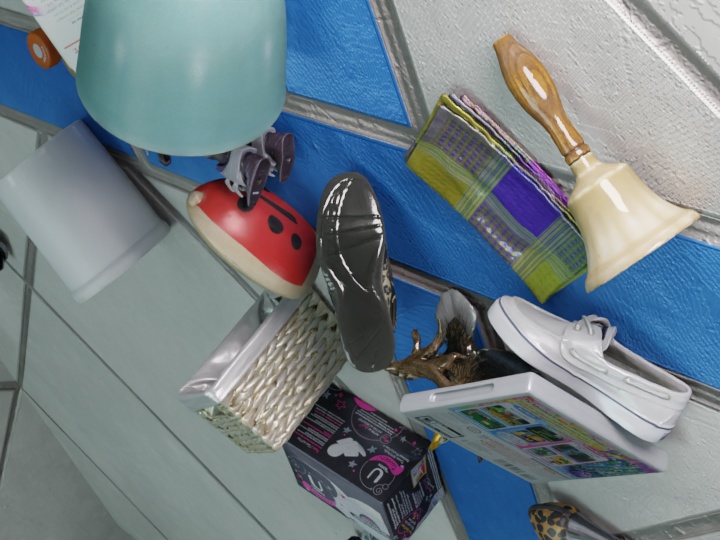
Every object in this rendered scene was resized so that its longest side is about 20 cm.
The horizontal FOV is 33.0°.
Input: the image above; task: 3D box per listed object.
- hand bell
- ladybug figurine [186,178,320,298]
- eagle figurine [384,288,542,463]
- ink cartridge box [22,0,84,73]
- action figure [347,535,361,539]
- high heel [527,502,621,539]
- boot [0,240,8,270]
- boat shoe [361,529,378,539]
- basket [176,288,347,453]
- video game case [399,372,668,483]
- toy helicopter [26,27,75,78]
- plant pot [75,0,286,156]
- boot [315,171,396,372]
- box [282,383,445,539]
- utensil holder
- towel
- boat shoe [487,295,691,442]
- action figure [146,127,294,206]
[{"bbox_3d":[0.162,-0.095,0.940,0.201,0.103,0.104,56,156,6],"label":"hand bell"},{"bbox_3d":[-0.114,-0.044,1.382,0.199,0.072,0.137,32,-157,-43],"label":"ladybug figurine"},{"bbox_3d":[0.123,0.134,1.311,0.198,0.151,0.153,27,-147,-34],"label":"eagle figurine"},{"bbox_3d":[-0.288,-0.297,1.287,0.116,0.068,0.201,-19,115,30],"label":"ink cartridge box"},{"bbox_3d":[-0.008,0.511,2.020,0.190,0.107,0.200,5,-177,-16],"label":"action figure"},{"bbox_3d":[0.256,0.367,1.465,0.141,0.071,0.202,26,133,25],"label":"high heel"},{"bbox_3d":[-0.769,-0.029,2.493,0.096,0.073,0.201,47,155,13],"label":"boot"},{"bbox_3d":[0.039,0.410,1.885,0.070,0.072,0.202,39,155,14],"label":"boat shoe"},{"bbox_3d":[-0.116,0.126,1.555,0.123,0.201,0.135,46,156,-13],"label":"basket"},{"bbox_3d":[0.166,0.157,1.176,0.199,0.024,0.181,31,151,-30],"label":"video game case"},{"bbox_3d":[-0.307,-0.285,1.386,0.132,0.079,0.201,45,144,16],"label":"toy helicopter"},{"bbox_3d":[-0.155,-0.232,1.092,0.200,0.200,0.162,37,141,18],"label":"plant pot"},{"bbox_3d":[-0.001,0.001,1.312,0.154,0.072,0.207,-24,-75,-87],"label":"boot"},{"bbox_3d":[0.001,0.272,1.685,0.199,0.115,0.133,28,150,35],"label":"box"},{"bbox_3d":[-0.393,-0.084,1.709,0.201,0.170,0.169,52,155,-11],"label":"utensil holder"},{"bbox_3d":[0.125,-0.063,1.094,0.200,0.023,0.144,46,155,1],"label":"towel"},{"bbox_3d":[0.212,0.073,1.120,0.199,0.074,0.066,33,117,7],"label":"boat shoe"},{"bbox_3d":[-0.171,-0.143,1.336,0.198,0.130,0.070,26,122,28],"label":"action figure"}]
